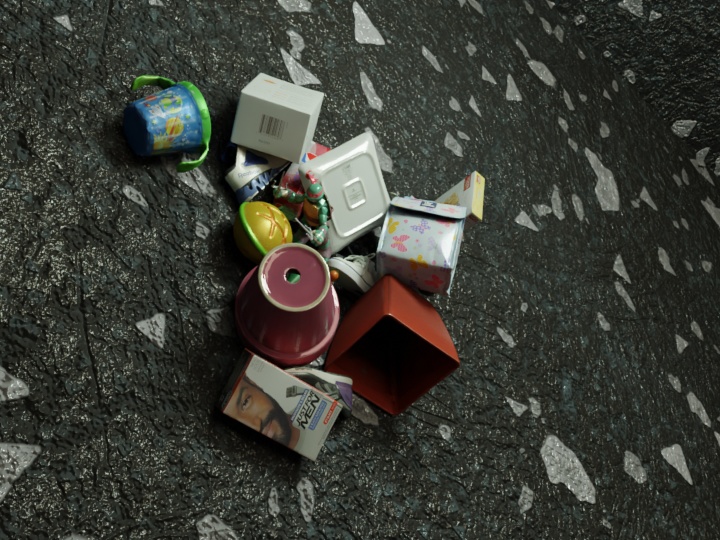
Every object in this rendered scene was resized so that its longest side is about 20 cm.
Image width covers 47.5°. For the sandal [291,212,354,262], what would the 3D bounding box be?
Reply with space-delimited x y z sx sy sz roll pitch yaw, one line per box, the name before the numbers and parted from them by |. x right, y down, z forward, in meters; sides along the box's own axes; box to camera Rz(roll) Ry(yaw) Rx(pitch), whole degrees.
sandal | -0.065 -0.050 1.754 0.200 0.043 0.077 43 41 -15

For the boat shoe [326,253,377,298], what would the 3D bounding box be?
boat shoe | 0.004 0.001 1.723 0.201 0.073 0.088 35 67 -43

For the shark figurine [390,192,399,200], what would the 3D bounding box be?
shark figurine | 0.054 -0.158 1.849 0.214 0.128 0.090 41 23 -6

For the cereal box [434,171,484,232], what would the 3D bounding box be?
cereal box | 0.215 -0.133 1.975 0.039 0.199 0.146 33 43 -23

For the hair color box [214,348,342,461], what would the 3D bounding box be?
hair color box | -0.140 0.235 1.424 0.198 0.064 0.113 33 82 -24

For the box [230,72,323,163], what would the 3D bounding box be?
box | -0.169 -0.319 1.698 0.149 0.109 0.201 17 23 -1

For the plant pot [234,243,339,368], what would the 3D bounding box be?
plant pot | -0.126 0.050 1.460 0.194 0.180 0.205 4 64 -9

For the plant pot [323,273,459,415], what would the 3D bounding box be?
plant pot | 0.062 0.132 1.652 0.198 0.200 0.178 34 33 -24

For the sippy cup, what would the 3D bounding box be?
sippy cup | -0.370 -0.276 1.541 0.129 0.143 0.176 -24 42 -39

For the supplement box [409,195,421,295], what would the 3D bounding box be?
supplement box | 0.119 -0.053 1.900 0.100 0.103 0.204 28 45 -29

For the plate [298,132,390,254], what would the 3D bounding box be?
plate | -0.019 -0.162 1.725 0.197 0.032 0.204 -30 112 -28

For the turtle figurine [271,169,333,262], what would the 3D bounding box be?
turtle figurine | -0.100 -0.108 1.619 0.099 0.202 0.151 -27 58 -18

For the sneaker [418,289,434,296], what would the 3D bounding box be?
sneaker | 0.158 -0.027 1.801 0.083 0.079 0.202 17 51 8

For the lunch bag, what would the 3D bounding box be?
lunch bag | 0.128 -0.071 1.710 0.165 0.129 0.203 13 52 9

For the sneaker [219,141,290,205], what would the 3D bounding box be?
sneaker | -0.222 -0.228 1.689 0.116 0.080 0.200 48 41 -11

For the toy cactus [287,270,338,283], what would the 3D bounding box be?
toy cactus | -0.122 0.054 1.598 0.162 0.102 0.205 15 61 -26

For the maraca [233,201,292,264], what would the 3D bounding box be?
maraca | -0.183 -0.072 1.607 0.139 0.105 0.200 62 14 6

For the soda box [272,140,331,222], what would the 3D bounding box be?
soda box | -0.126 -0.195 1.759 0.062 0.071 0.202 23 44 0

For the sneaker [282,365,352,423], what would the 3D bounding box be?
sneaker | -0.088 0.234 1.513 0.197 0.075 0.090 15 59 -38
